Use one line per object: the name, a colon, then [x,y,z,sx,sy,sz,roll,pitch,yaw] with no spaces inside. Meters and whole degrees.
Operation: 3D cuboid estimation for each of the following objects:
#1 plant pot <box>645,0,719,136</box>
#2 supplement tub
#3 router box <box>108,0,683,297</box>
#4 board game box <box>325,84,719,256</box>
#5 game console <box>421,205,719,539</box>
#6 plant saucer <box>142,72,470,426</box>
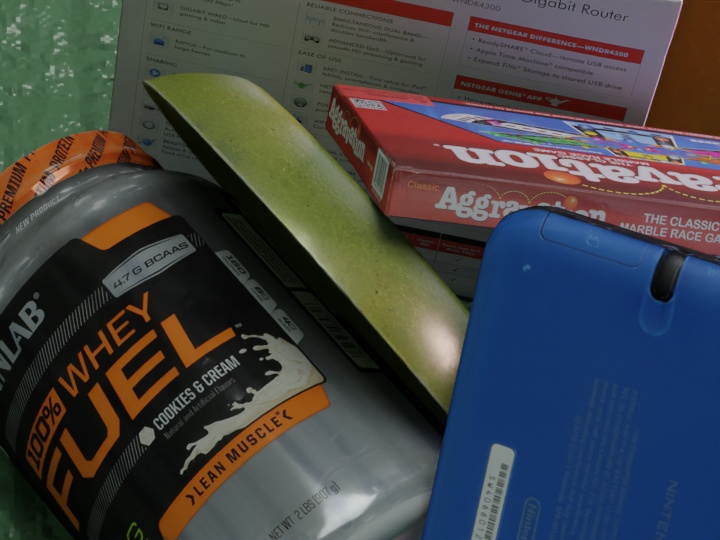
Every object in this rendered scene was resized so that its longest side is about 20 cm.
plant pot: [0.084,-0.156,1.170,0.199,0.196,0.195,7,48,3]
supplement tub: [-0.056,0.050,1.002,0.122,0.123,0.200,-27,59,-30]
router box: [0.009,-0.073,1.084,0.199,0.180,0.049,12,49,-1]
board game box: [0.094,-0.030,0.985,0.199,0.020,0.103,7,18,-15]
game console: [0.120,0.087,0.932,0.170,0.201,0.118,18,16,23]
plant saucer: [0.000,0.000,1.013,0.031,0.200,0.200,-41,63,-4]
